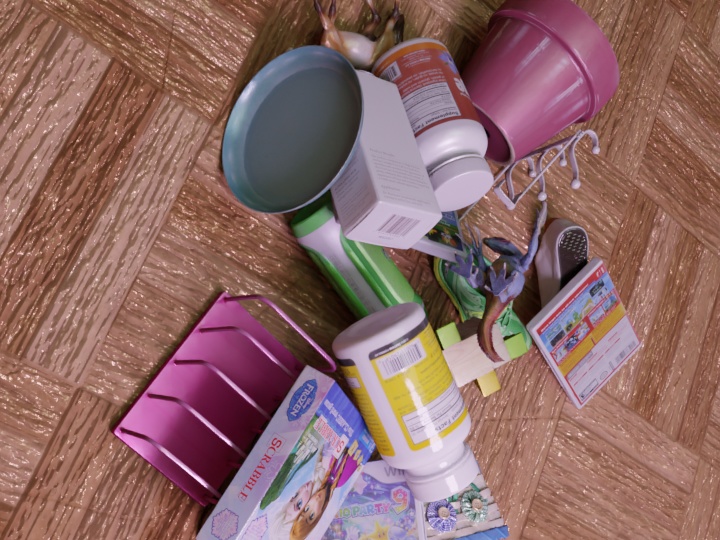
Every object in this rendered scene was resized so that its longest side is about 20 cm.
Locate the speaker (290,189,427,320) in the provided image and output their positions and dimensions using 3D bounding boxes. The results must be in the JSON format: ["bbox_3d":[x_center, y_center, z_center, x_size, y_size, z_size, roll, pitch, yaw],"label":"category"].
[{"bbox_3d":[0.000,0.000,1.046,0.088,0.088,0.201,-45,110,-26],"label":"speaker"}]

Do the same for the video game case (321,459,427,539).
[{"bbox_3d":[0.008,0.326,0.979,0.018,0.142,0.202,43,38,-64],"label":"video game case"}]

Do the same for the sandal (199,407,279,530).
[{"bbox_3d":[-0.107,0.244,0.977,0.080,0.054,0.201,45,66,-18],"label":"sandal"}]

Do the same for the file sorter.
[{"bbox_3d":[-0.141,0.141,0.923,0.139,0.125,0.201,45,65,-21],"label":"file sorter"}]

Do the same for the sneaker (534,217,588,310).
[{"bbox_3d":[0.295,0.018,1.244,0.072,0.085,0.202,-6,112,-13],"label":"sneaker"}]

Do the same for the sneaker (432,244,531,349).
[{"bbox_3d":[0.175,0.045,1.153,0.200,0.083,0.074,51,63,-19],"label":"sneaker"}]

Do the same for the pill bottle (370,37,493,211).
[{"bbox_3d":[0.092,-0.181,1.061,0.111,0.112,0.202,-4,62,-32],"label":"pill bottle"}]

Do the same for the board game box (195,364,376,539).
[{"bbox_3d":[-0.067,0.228,0.908,0.201,0.041,0.200,-57,152,-16],"label":"board game box"}]

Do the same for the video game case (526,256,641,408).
[{"bbox_3d":[0.329,0.095,1.227,0.143,0.017,0.200,-43,127,-8],"label":"video game case"}]

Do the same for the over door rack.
[{"bbox_3d":[0.220,-0.115,1.158,0.199,0.147,0.067,-33,98,-30],"label":"over door rack"}]

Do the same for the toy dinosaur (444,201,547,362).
[{"bbox_3d":[0.165,0.006,1.052,0.181,0.104,0.203,12,87,-67],"label":"toy dinosaur"}]

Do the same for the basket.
[{"bbox_3d":[0.095,0.345,1.048,0.175,0.139,0.203,-7,81,-32],"label":"basket"}]

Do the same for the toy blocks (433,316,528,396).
[{"bbox_3d":[0.091,0.113,1.070,0.198,0.137,0.101,-25,99,-12],"label":"toy blocks"}]

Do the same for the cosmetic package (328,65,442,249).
[{"bbox_3d":[0.012,-0.132,0.979,0.101,0.074,0.202,11,51,-39],"label":"cosmetic package"}]

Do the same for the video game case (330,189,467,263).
[{"bbox_3d":[0.041,-0.111,1.063,0.198,0.022,0.184,17,49,-35],"label":"video game case"}]

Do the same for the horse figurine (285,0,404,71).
[{"bbox_3d":[-0.008,-0.302,1.081,0.198,0.050,0.134,-8,103,-38],"label":"horse figurine"}]

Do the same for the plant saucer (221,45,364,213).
[{"bbox_3d":[-0.074,-0.157,0.959,0.027,0.198,0.203,26,72,-52],"label":"plant saucer"}]

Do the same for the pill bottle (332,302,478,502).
[{"bbox_3d":[0.055,0.147,0.935,0.111,0.111,0.202,-29,100,-30],"label":"pill bottle"}]

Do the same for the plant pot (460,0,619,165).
[{"bbox_3d":[0.220,-0.250,1.153,0.179,0.200,0.200,-45,110,-10],"label":"plant pot"}]
